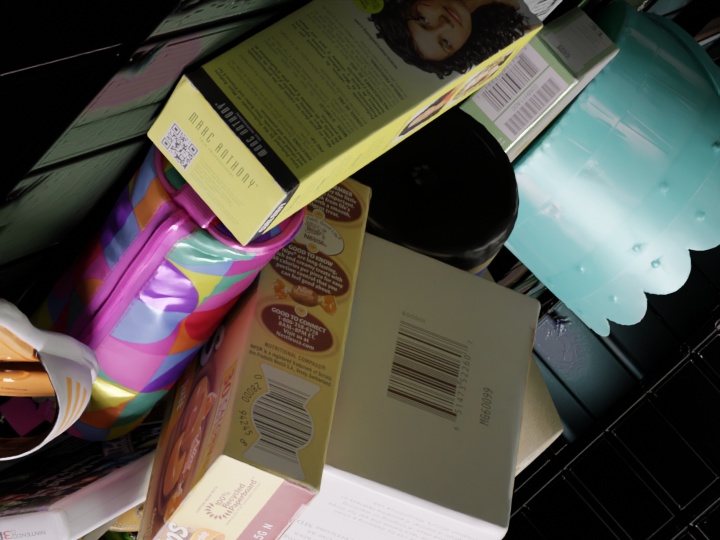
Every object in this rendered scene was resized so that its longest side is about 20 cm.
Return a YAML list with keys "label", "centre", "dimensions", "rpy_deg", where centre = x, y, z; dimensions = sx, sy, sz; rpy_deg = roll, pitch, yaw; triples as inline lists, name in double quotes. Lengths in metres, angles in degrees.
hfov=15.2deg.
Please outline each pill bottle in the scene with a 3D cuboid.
- label: "pill bottle"
  centre: [0.000, 0.000, 1.495]
  dimensions: [0.112, 0.112, 0.200]
  rpy_deg: [-36, 167, -38]

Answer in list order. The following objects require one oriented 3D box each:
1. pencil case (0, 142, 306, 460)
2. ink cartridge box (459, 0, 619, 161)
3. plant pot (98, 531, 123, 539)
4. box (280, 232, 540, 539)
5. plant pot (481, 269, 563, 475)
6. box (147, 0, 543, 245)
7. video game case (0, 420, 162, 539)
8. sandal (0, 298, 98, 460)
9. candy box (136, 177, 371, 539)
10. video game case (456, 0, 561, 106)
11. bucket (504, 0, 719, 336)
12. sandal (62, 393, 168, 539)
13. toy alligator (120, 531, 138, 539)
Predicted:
- label: "pencil case"
  centre: [-0.103, 0.009, 1.311]
  dimensions: [0.088, 0.088, 0.200]
  rpy_deg: [-34, 167, -46]
- label: "ink cartridge box"
  centre: [0.105, -0.109, 1.736]
  dimensions: [0.146, 0.048, 0.200]
  rpy_deg: [-46, 175, 25]
- label: "plant pot"
  centre: [-0.216, 0.233, 1.609]
  dimensions: [0.200, 0.199, 0.181]
  rpy_deg: [-44, 178, 20]
- label: "box"
  centre: [-0.001, 0.106, 1.414]
  dimensions: [0.200, 0.106, 0.152]
  rpy_deg: [125, -19, -50]
- label: "plant pot"
  centre: [0.049, 0.074, 1.983]
  dimensions: [0.187, 0.200, 0.187]
  rpy_deg: [-40, 172, -7]
- label: "box"
  centre: [-0.004, -0.092, 1.269]
  dimensions: [0.200, 0.075, 0.050]
  rpy_deg: [-37, 172, -40]
- label: "video game case"
  centre: [-0.182, 0.116, 1.398]
  dimensions: [0.182, 0.023, 0.200]
  rpy_deg: [-10, -174, 25]
- label: "sandal"
  centre: [-0.173, 0.055, 1.209]
  dimensions: [0.079, 0.059, 0.207]
  rpy_deg: [-5, 169, 8]
- label: "candy box"
  centre: [-0.053, 0.052, 1.341]
  dimensions: [0.115, 0.055, 0.200]
  rpy_deg: [-51, -159, 44]
- label: "video game case"
  centre: [0.034, -0.108, 1.567]
  dimensions: [0.182, 0.022, 0.200]
  rpy_deg: [-45, 172, 26]
- label: "bucket"
  centre: [0.172, -0.074, 1.821]
  dimensions: [0.207, 0.135, 0.207]
  rpy_deg: [-48, -168, 13]
- label: "sandal"
  centre: [-0.144, 0.129, 1.509]
  dimensions: [0.080, 0.054, 0.200]
  rpy_deg: [-2, -148, 35]
- label: "toy alligator"
  centre: [-0.117, 0.151, 1.585]
  dimensions: [0.200, 0.054, 0.059]
  rpy_deg: [78, 19, -84]
